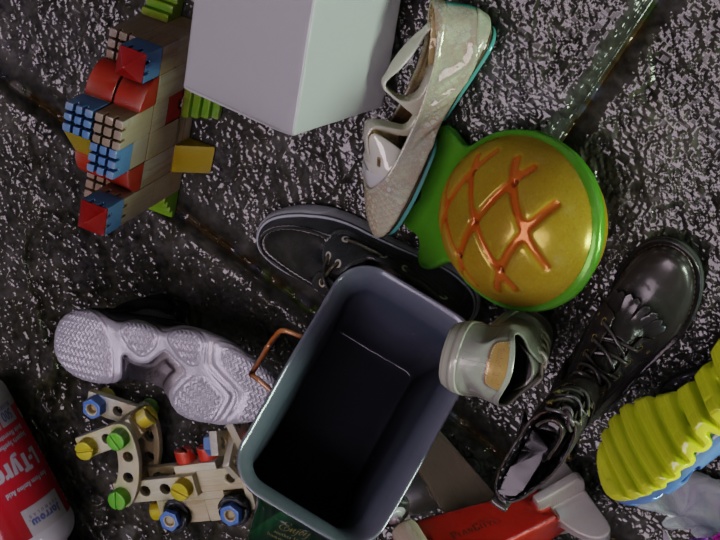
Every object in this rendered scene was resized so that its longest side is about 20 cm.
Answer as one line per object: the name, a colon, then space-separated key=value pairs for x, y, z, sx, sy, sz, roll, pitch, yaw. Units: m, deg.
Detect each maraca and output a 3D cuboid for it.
maraca: x=0.107 y=-0.043 z=1.475 sx=0.200 sy=0.107 sz=0.137 roll=18 pitch=101 yaw=45

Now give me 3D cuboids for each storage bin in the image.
storage bin: x=-0.021 y=0.111 z=1.511 sx=0.145 sy=0.200 sz=0.134 roll=31 pitch=162 yaw=-3

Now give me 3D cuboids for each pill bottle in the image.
pill bottle: x=-0.333 y=0.210 z=1.773 sx=0.112 sy=0.112 sz=0.200 roll=-22 pitch=100 yaw=30

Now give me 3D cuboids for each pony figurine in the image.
pony figurine: x=0.300 y=0.229 z=1.478 sx=0.193 sy=0.167 sz=0.200 roll=3 pitch=111 yaw=-10

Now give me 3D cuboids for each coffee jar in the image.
coffee jar: x=-0.050 y=0.224 z=1.650 sx=0.085 sy=0.104 sz=0.200 roll=17 pitch=117 yaw=10

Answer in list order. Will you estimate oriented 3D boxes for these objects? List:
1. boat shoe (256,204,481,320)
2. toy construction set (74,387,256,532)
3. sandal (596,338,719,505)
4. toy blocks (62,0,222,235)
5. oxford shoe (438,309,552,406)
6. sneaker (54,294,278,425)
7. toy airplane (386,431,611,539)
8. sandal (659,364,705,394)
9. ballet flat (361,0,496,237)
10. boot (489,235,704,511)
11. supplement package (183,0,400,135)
boat shoe: x=0.000 y=0.000 z=1.566 sx=0.200 sy=0.057 sz=0.069 roll=19 pitch=117 yaw=18
toy construction set: x=-0.151 y=0.162 z=1.688 sx=0.200 sy=0.092 sz=0.131 roll=-4 pitch=108 yaw=38
sandal: x=0.259 y=0.114 z=1.422 sx=0.200 sy=0.087 sz=0.080 roll=-39 pitch=48 yaw=33
toy blocks: x=-0.188 y=-0.120 z=1.561 sx=0.100 sy=0.137 sz=0.200 roll=21 pitch=117 yaw=17
oxford shoe: x=0.116 y=0.068 z=1.457 sx=0.058 sy=0.200 sz=0.075 roll=11 pitch=94 yaw=21
sneaker: x=-0.149 y=0.067 z=1.632 sx=0.200 sy=0.114 sz=0.076 roll=15 pitch=106 yaw=13
toy airplane: x=0.100 y=0.226 z=1.549 sx=0.199 sy=0.200 sz=0.141 roll=17 pitch=134 yaw=6
sandal: x=0.327 y=0.092 z=1.463 sx=0.200 sy=0.045 sz=0.075 roll=-9 pitch=112 yaw=13
ballet flat: x=0.035 y=-0.120 z=1.491 sx=0.062 sy=0.067 sz=0.200 roll=19 pitch=111 yaw=-20
boot: x=0.177 y=0.080 z=1.445 sx=0.069 sy=0.174 sz=0.200 roll=34 pitch=120 yaw=10
supplement package: x=-0.044 y=-0.220 z=1.455 sx=0.117 sy=0.117 sz=0.200 roll=25 pitch=119 yaw=29
